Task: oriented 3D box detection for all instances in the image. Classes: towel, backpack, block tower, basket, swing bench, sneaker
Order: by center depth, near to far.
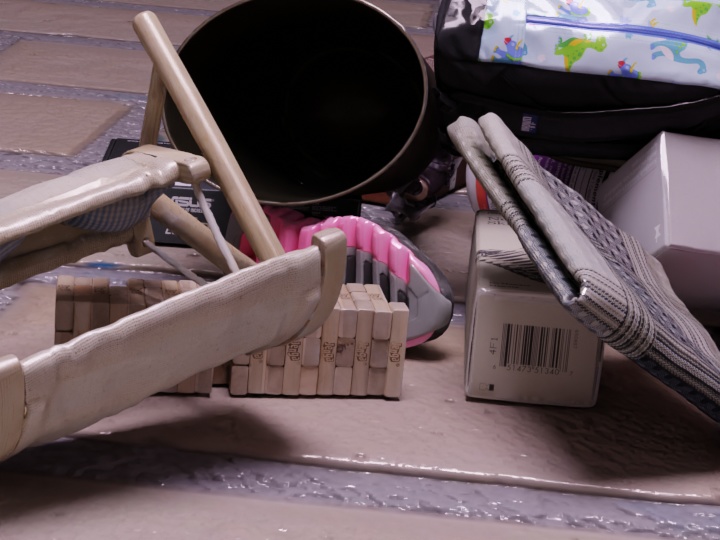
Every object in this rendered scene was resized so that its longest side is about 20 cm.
[{"bbox_3d":[-0.146,-0.003,0.977,0.198,0.130,0.200,-21,56,-31],"label":"swing bench"},{"bbox_3d":[0.144,0.001,1.058,0.192,0.035,0.200,34,16,-35],"label":"towel"},{"bbox_3d":[-0.075,0.038,1.092,0.198,0.055,0.058,3,16,-9],"label":"block tower"},{"bbox_3d":[0.158,-0.136,1.232,0.198,0.155,0.163,15,-21,14],"label":"backpack"},{"bbox_3d":[0.000,0.000,1.238,0.095,0.080,0.199,6,11,-44],"label":"sneaker"},{"bbox_3d":[-0.016,-0.112,1.301,0.179,0.137,0.200,-4,0,17],"label":"basket"}]

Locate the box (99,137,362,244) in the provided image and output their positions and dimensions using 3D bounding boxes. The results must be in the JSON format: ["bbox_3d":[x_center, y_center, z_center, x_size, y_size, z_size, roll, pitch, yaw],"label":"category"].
[{"bbox_3d":[-0.101,-0.058,1.453,0.198,0.044,0.160,4,15,-3],"label":"box"}]

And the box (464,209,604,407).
[{"bbox_3d":[0.106,0.019,1.181,0.081,0.069,0.200,5,16,1],"label":"box"}]

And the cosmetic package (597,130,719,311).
[{"bbox_3d":[0.263,-0.024,1.244,0.198,0.091,0.107,10,-22,-17],"label":"cosmetic package"}]

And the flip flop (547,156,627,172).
[{"bbox_3d":[0.209,-0.104,1.318,0.198,0.058,0.081,12,53,13],"label":"flip flop"}]

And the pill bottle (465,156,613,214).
[{"bbox_3d":[0.181,-0.061,1.415,0.112,0.114,0.199,-10,21,-42],"label":"pill bottle"}]

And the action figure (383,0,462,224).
[{"bbox_3d":[0.058,-0.118,1.456,0.069,0.201,0.130,21,37,0],"label":"action figure"}]

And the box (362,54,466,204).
[{"bbox_3d":[0.057,-0.122,1.630,0.074,0.101,0.200,10,17,21],"label":"box"}]
